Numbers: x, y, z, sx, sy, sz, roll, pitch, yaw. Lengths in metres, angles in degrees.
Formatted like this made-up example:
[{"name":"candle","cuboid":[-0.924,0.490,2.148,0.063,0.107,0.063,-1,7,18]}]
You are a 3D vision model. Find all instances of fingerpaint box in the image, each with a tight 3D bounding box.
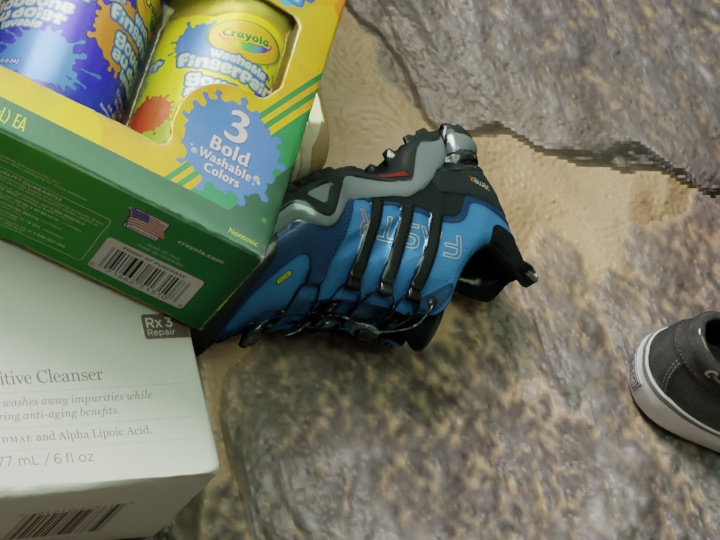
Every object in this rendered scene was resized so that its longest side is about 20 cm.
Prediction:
[{"name":"fingerpaint box","cuboid":[-0.116,-0.098,0.879,0.199,0.073,0.167,27,55,-14]}]

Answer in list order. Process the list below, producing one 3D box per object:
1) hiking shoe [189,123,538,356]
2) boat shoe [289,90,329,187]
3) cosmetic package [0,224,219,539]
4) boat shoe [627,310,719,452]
[{"name":"hiking shoe","cuboid":[0.000,0.000,0.995,0.200,0.074,0.087,-28,79,-38]},{"name":"boat shoe","cuboid":[-0.082,-0.122,1.014,0.069,0.074,0.200,-15,64,-26]},{"name":"cosmetic package","cuboid":[-0.139,0.008,0.905,0.112,0.081,0.201,-3,67,-30]},{"name":"boat shoe","cuboid":[0.231,0.067,1.098,0.199,0.066,0.070,24,55,-17]}]
